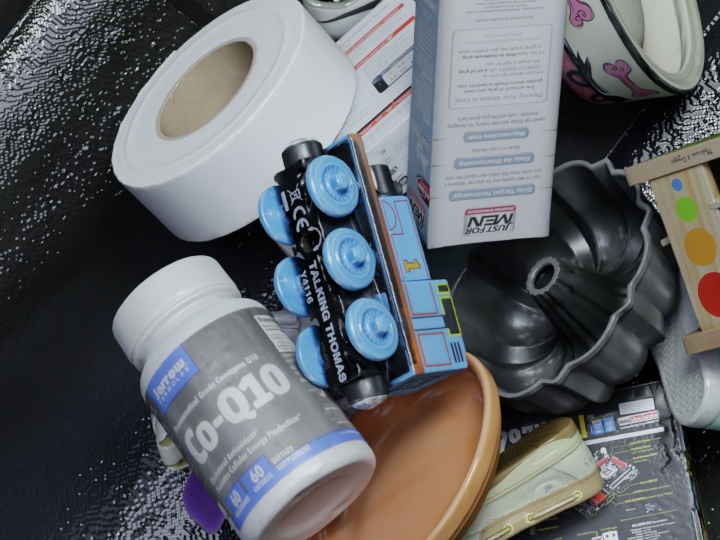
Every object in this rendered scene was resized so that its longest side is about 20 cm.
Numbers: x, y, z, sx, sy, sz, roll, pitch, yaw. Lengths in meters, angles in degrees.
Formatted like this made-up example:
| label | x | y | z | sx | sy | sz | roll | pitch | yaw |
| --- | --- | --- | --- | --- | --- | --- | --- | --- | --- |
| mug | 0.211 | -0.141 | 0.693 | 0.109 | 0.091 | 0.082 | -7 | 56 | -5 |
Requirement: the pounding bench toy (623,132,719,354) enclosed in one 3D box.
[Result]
| label | x | y | z | sx | sy | sz | roll | pitch | yaw |
| --- | --- | --- | --- | --- | --- | --- | --- | --- | --- |
| pounding bench toy | 0.314 | -0.034 | 1.388 | 0.199 | 0.124 | 0.157 | -19 | 91 | 48 |

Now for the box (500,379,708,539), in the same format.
| label | x | y | z | sx | sy | sz | roll | pitch | yaw |
| --- | --- | --- | --- | --- | --- | --- | --- | --- | --- |
| box | 0.157 | 0.182 | 1.522 | 0.198 | 0.049 | 0.161 | -13 | 71 | 12 |

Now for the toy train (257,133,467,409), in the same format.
| label | x | y | z | sx | sy | sz | roll | pitch | yaw |
| --- | --- | --- | --- | --- | --- | --- | --- | --- | --- |
| toy train | 0.000 | 0.000 | 1.442 | 0.086 | 0.114 | 0.202 | -28 | 72 | 44 |

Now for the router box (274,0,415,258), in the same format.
| label | x | y | z | sx | sy | sz | roll | pitch | yaw |
| --- | --- | --- | --- | --- | --- | --- | --- | --- | --- |
| router box | -0.003 | -0.114 | 1.579 | 0.200 | 0.049 | 0.180 | -41 | 31 | 6 |

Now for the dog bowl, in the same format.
| label | x | y | z | sx | sy | sz | roll | pitch | yaw |
| --- | --- | --- | --- | --- | --- | --- | --- | --- | --- |
| dog bowl | 0.186 | -0.217 | 1.541 | 0.073 | 0.199 | 0.202 | -22 | 71 | 30 |

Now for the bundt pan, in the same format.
| label | x | y | z | sx | sy | sz | roll | pitch | yaw |
| --- | --- | --- | --- | --- | --- | --- | --- | --- | --- |
| bundt pan | 0.160 | 0.021 | 1.509 | 0.201 | 0.076 | 0.203 | -32 | 40 | 32 |

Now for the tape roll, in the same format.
| label | x | y | z | sx | sy | sz | roll | pitch | yaw |
| --- | --- | --- | --- | --- | --- | --- | --- | --- | --- |
| tape roll | -0.101 | -0.122 | 1.587 | 0.202 | 0.071 | 0.203 | -31 | 33 | 23 |

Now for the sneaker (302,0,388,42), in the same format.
| label | x | y | z | sx | sy | sz | roll | pitch | yaw |
| --- | --- | --- | --- | --- | --- | --- | --- | --- | --- |
| sneaker | 0.031 | -0.268 | 1.645 | 0.074 | 0.089 | 0.200 | 42 | 89 | 21 |

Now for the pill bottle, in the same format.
| label | x | y | z | sx | sy | sz | roll | pitch | yaw |
| --- | --- | --- | --- | --- | --- | --- | --- | --- | --- |
| pill bottle | -0.088 | 0.094 | 1.452 | 0.114 | 0.114 | 0.200 | -40 | 68 | 3 |

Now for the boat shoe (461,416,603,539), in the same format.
| label | x | y | z | sx | sy | sz | roll | pitch | yaw |
| --- | --- | --- | --- | --- | --- | --- | --- | --- | --- |
| boat shoe | 0.089 | 0.189 | 1.477 | 0.199 | 0.074 | 0.067 | -35 | 96 | 13 |

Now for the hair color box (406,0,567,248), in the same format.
| label | x | y | z | sx | sy | sz | roll | pitch | yaw |
| --- | --- | --- | --- | --- | --- | --- | --- | --- | --- |
| hair color box | 0.090 | -0.122 | 1.465 | 0.098 | 0.061 | 0.202 | -6 | 117 | -16 |

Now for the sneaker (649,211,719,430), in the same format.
| label | x | y | z | sx | sy | sz | roll | pitch | yaw |
| --- | --- | --- | --- | --- | --- | --- | --- | --- | --- |
| sneaker | 0.276 | 0.044 | 1.523 | 0.074 | 0.117 | 0.202 | -53 | 33 | 41 |

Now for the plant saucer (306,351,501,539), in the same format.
| label | x | y | z | sx | sy | sz | roll | pitch | yaw |
| --- | --- | --- | --- | --- | --- | --- | --- | --- | --- |
| plant saucer | 0.035 | 0.152 | 1.453 | 0.200 | 0.037 | 0.201 | -41 | 29 | 29 |

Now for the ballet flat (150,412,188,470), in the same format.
| label | x | y | z | sx | sy | sz | roll | pitch | yaw |
| --- | --- | --- | --- | --- | --- | --- | --- | --- | --- |
| ballet flat | -0.112 | 0.130 | 1.559 | 0.199 | 0.070 | 0.071 | 11 | 44 | 41 |

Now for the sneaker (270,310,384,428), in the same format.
| label | x | y | z | sx | sy | sz | roll | pitch | yaw |
| --- | --- | --- | --- | --- | --- | --- | --- | --- | --- |
| sneaker | -0.035 | 0.045 | 1.574 | 0.199 | 0.075 | 0.116 | 25 | 79 | -7 |

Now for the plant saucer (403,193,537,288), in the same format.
| label | x | y | z | sx | sy | sz | roll | pitch | yaw |
| --- | --- | --- | --- | --- | --- | --- | --- | --- | --- |
| plant saucer | 0.054 | -0.071 | 1.616 | 0.199 | 0.039 | 0.203 | -3 | 77 | 15 |

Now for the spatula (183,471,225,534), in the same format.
| label | x | y | z | sx | sy | sz | roll | pitch | yaw |
| --- | --- | --- | --- | --- | --- | --- | --- | --- | --- |
| spatula | -0.077 | 0.117 | 1.613 | 0.056 | 0.021 | 0.201 | 32 | 82 | 42 |
